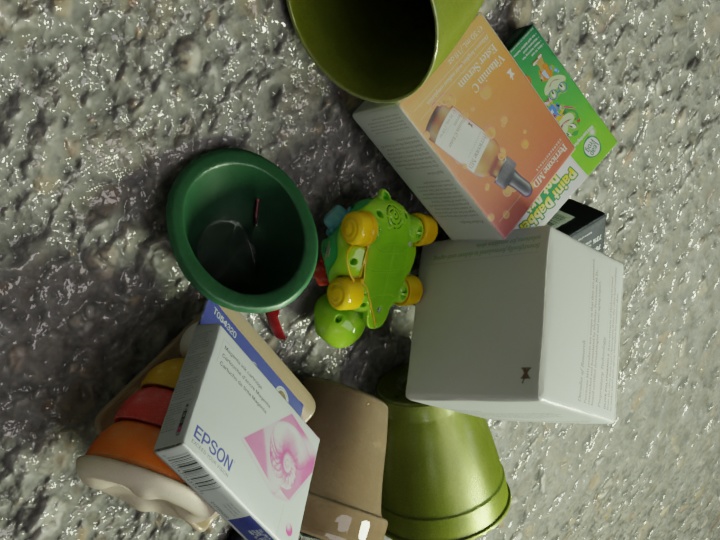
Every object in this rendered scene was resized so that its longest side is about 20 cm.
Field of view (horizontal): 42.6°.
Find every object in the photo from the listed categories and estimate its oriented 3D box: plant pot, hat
[{"bbox_3d":[0.055,-0.302,0.946,0.200,0.186,0.189,-42,136,-36],"label":"plant pot"},{"bbox_3d":[-0.150,-0.009,1.011,0.164,0.176,0.202,-21,85,-32],"label":"hat"},{"bbox_3d":[0.098,0.233,1.260,0.199,0.199,0.195,-22,114,-32],"label":"plant pot"},{"bbox_3d":[-0.046,0.231,1.137,0.200,0.199,0.177,33,70,-46],"label":"plant pot"}]

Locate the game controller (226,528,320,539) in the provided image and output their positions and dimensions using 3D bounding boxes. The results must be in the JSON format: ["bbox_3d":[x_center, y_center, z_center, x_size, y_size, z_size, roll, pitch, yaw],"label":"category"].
[{"bbox_3d":[-0.116,0.397,1.253,0.199,0.042,0.106,29,77,-47],"label":"game controller"}]

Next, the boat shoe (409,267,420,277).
[{"bbox_3d":[0.102,0.025,1.208,0.199,0.072,0.063,-12,83,-42],"label":"boat shoe"}]

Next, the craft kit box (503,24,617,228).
[{"bbox_3d":[0.203,-0.168,1.172,0.200,0.048,0.198,-47,112,-12],"label":"craft kit box"}]

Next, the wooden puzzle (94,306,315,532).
[{"bbox_3d":[-0.171,0.158,1.034,0.200,0.046,0.186,-47,115,-19],"label":"wooden puzzle"}]

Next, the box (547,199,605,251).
[{"bbox_3d":[0.261,0.015,1.320,0.147,0.104,0.202,-27,128,-33],"label":"box"}]

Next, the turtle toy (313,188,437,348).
[{"bbox_3d":[0.000,0.000,1.089,0.145,0.101,0.203,-1,109,-47],"label":"turtle toy"}]

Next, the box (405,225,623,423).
[{"bbox_3d":[0.185,0.072,1.109,0.170,0.198,0.203,19,72,-43],"label":"box"}]

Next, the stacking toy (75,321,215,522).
[{"bbox_3d":[-0.188,0.140,0.940,0.146,0.145,0.202,44,55,-46],"label":"stacking toy"}]

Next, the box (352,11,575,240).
[{"bbox_3d":[0.119,-0.157,1.045,0.200,0.106,0.153,48,70,-22],"label":"box"}]

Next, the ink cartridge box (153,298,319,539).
[{"bbox_3d":[-0.111,0.154,0.936,0.197,0.043,0.201,54,32,-35],"label":"ink cartridge box"}]
